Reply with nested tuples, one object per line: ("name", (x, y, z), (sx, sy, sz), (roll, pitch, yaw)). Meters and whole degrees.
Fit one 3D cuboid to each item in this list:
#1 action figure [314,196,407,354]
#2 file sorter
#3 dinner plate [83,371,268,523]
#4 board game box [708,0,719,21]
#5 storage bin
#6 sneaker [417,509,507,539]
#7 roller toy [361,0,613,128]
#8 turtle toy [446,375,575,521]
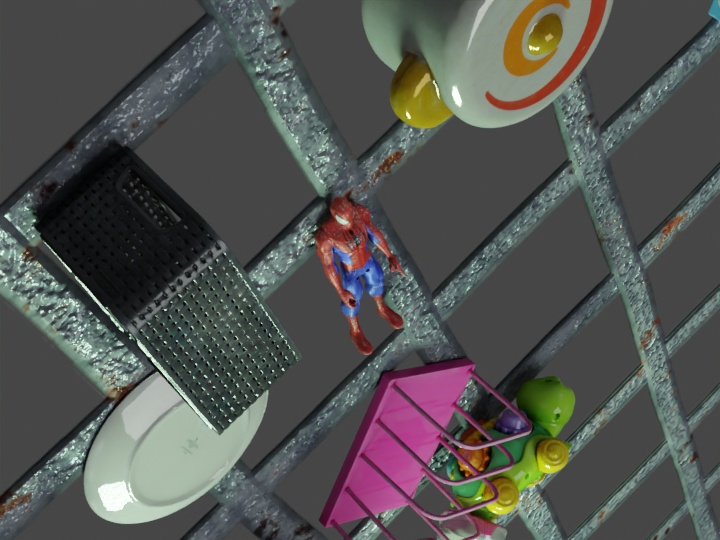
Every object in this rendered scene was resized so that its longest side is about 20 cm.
("action figure", (0.000, 0.000, 1.326), (0.065, 0.052, 0.201), (-35, 142, -13))
("file sorter", (0.074, 0.218, 1.552), (0.138, 0.125, 0.201), (-6, 128, -46))
("dinner plate", (-0.160, 0.156, 1.318), (0.199, 0.024, 0.201), (-31, 142, -27))
("board game box", (0.451, -0.352, 1.494), (0.152, 0.040, 0.201), (-15, 134, -40))
("storage bin", (-0.142, 0.019, 1.098), (0.094, 0.135, 0.200), (-43, 146, -8))
("sneaker", (0.109, 0.344, 1.684), (0.200, 0.081, 0.089), (119, -12, -55))
("roller toy", (0.104, -0.213, 1.147), (0.199, 0.140, 0.184), (-18, 135, -37))
("turtle toy", (0.176, 0.205, 1.675), (0.199, 0.101, 0.146), (-37, 171, -17))
